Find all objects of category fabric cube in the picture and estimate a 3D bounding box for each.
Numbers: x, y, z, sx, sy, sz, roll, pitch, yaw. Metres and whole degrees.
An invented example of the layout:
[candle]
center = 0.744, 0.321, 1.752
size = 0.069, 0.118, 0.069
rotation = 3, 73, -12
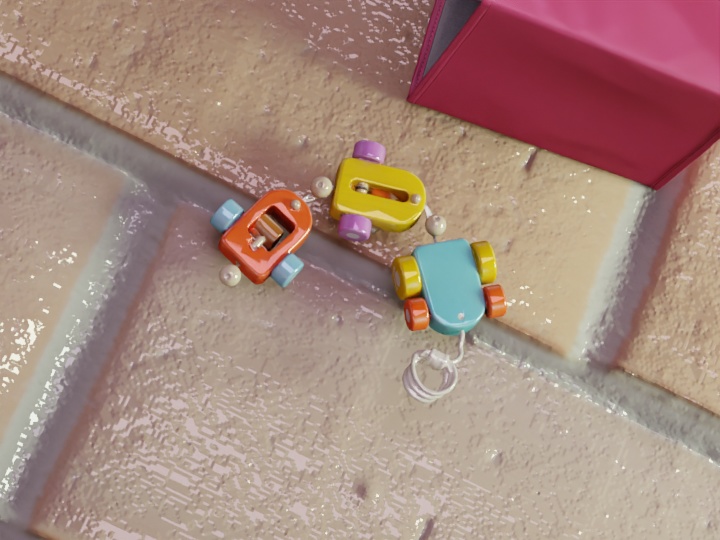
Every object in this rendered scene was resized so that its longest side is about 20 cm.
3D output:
[fabric cube]
center = 0.171, -0.201, 1.698
size = 0.199, 0.196, 0.200
rotation = 19, 70, -8

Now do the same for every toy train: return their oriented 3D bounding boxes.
[toy train]
center = 0.000, 0.000, 1.675
size = 0.200, 0.056, 0.150
rotation = 38, 70, 3
